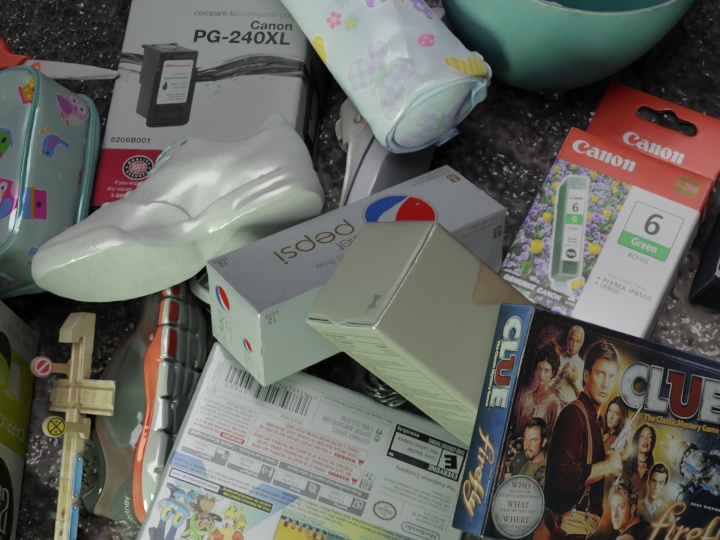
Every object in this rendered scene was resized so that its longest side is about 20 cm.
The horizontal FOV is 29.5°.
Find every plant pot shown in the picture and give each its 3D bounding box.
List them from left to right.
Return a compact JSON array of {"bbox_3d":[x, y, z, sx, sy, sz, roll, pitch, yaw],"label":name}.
[{"bbox_3d":[0.139,-0.206,0.974,0.200,0.135,0.200,4,55,-5],"label":"plant pot"}]

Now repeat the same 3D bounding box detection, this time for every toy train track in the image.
[{"bbox_3d":[-0.208,0.128,0.934,0.033,0.115,0.200,7,82,-32],"label":"toy train track"}]

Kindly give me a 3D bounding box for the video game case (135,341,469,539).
[{"bbox_3d":[-0.035,0.164,0.898,0.200,0.022,0.182,21,72,-2],"label":"video game case"}]

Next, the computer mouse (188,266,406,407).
[{"bbox_3d":[-0.028,0.034,0.959,0.200,0.044,0.110,18,42,22],"label":"computer mouse"}]

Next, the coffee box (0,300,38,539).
[{"bbox_3d":[-0.349,0.107,0.903,0.200,0.200,0.198,-1,69,8],"label":"coffee box"}]

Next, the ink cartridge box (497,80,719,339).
[{"bbox_3d":[0.183,-0.045,0.959,0.109,0.050,0.200,23,74,17],"label":"ink cartridge box"}]

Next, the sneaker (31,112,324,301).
[{"bbox_3d":[-0.128,-0.046,0.921,0.200,0.075,0.089,-20,65,-2],"label":"sneaker"}]

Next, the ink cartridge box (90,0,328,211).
[{"bbox_3d":[-0.106,-0.121,1.019,0.145,0.083,0.200,3,69,10],"label":"ink cartridge box"}]

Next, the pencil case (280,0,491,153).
[{"bbox_3d":[0.005,-0.178,0.943,0.091,0.083,0.200,-36,73,6],"label":"pencil case"}]

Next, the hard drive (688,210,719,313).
[{"bbox_3d":[0.324,-0.046,0.941,0.135,0.042,0.200,25,74,17],"label":"hard drive"}]

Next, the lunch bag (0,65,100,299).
[{"bbox_3d":[-0.280,-0.049,0.990,0.200,0.077,0.161,-13,67,36],"label":"lunch bag"}]

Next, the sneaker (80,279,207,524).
[{"bbox_3d":[-0.160,0.079,0.955,0.082,0.077,0.200,-2,67,15],"label":"sneaker"}]

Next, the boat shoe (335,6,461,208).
[{"bbox_3d":[0.015,-0.107,1.004,0.066,0.072,0.200,10,74,28],"label":"boat shoe"}]

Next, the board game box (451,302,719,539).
[{"bbox_3d":[0.159,0.109,0.829,0.200,0.035,0.136,16,83,-28],"label":"board game box"}]

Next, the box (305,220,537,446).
[{"bbox_3d":[0.074,0.057,0.854,0.200,0.095,0.078,39,74,-25],"label":"box"}]

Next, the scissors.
[{"bbox_3d":[-0.256,-0.161,1.053,0.200,0.014,0.073,-10,68,35],"label":"scissors"}]

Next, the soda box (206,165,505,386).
[{"bbox_3d":[0.000,0.000,0.915,0.200,0.064,0.068,-24,43,-27],"label":"soda box"}]
